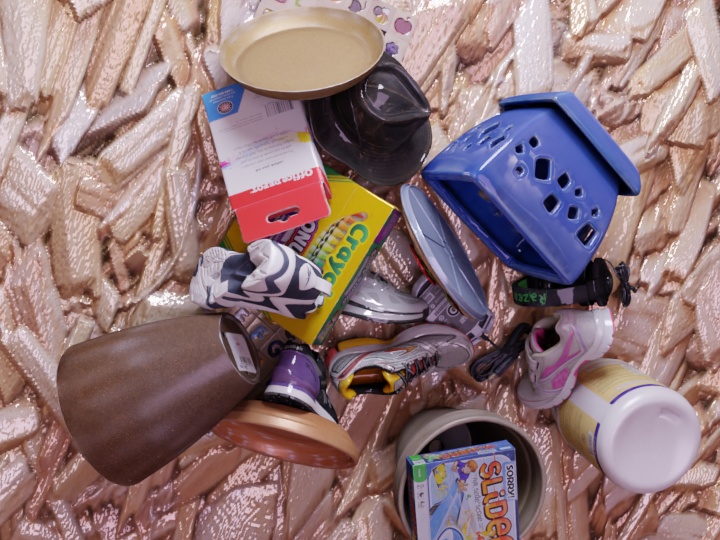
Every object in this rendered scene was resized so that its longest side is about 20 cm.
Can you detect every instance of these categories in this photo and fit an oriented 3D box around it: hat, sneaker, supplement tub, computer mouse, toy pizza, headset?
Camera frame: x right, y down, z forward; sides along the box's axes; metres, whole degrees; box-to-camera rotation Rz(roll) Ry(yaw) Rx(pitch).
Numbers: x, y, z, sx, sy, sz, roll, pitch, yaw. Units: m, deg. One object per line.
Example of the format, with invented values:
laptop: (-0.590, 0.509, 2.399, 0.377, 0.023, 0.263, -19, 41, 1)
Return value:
hat: (0.032, -0.207, 1.302, 0.200, 0.081, 0.202, 11, 71, -36)
sneaker: (0.000, 0.000, 1.371, 0.199, 0.076, 0.116, 12, 97, -1)
supplement tub: (0.355, 0.204, 1.442, 0.144, 0.200, 0.146, -3, 102, -12)
sneaker: (0.259, 0.112, 1.434, 0.088, 0.082, 0.200, 16, 131, -15)
computer mouse: (0.146, 0.065, 1.449, 0.110, 0.044, 0.200, -45, 112, 5)
toy pizza: (0.100, -0.020, 1.347, 0.032, 0.200, 0.201, -31, 107, 16)
headset: (0.299, 0.028, 1.440, 0.199, 0.123, 0.095, -17, 102, -33)
sneaker: (-0.112, 0.021, 1.265, 0.129, 0.199, 0.080, 25, 62, -33)
sneaker: (0.056, 0.130, 1.403, 0.199, 0.082, 0.078, -13, 127, -2)
sneaker: (-0.062, 0.152, 1.361, 0.075, 0.200, 0.088, 9, 69, 13)

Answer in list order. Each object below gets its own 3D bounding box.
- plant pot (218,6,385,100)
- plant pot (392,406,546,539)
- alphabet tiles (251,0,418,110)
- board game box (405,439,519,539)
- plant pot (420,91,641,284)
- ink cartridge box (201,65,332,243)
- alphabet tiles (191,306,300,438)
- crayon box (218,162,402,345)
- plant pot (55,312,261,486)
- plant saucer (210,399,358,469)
plant pot: (-0.069, -0.257, 1.260, 0.199, 0.200, 0.028, -14, 132, -10)
plant pot: (0.126, 0.264, 1.414, 0.199, 0.174, 0.201, -3, 102, -12)
alphabet tiles: (-0.045, -0.287, 1.352, 0.199, 0.008, 0.168, 22, 96, -16)
board game box: (0.131, 0.322, 1.318, 0.134, 0.034, 0.201, -8, 102, -12)
plant pot: (0.226, -0.118, 1.354, 0.180, 0.200, 0.200, -46, 107, -7)
ink cartridge box: (-0.108, -0.132, 1.278, 0.116, 0.067, 0.201, -18, 74, 4)
alphabet tiles: (-0.170, 0.120, 1.402, 0.166, 0.006, 0.200, 43, 89, -17)
crayon box: (-0.073, -0.034, 1.326, 0.172, 0.058, 0.201, 32, 93, 16)
plant pot: (-0.227, 0.135, 1.268, 0.199, 0.187, 0.188, -25, 107, 14)
plant saucer: (-0.096, 0.209, 1.351, 0.199, 0.200, 0.038, 22, 68, -16)
